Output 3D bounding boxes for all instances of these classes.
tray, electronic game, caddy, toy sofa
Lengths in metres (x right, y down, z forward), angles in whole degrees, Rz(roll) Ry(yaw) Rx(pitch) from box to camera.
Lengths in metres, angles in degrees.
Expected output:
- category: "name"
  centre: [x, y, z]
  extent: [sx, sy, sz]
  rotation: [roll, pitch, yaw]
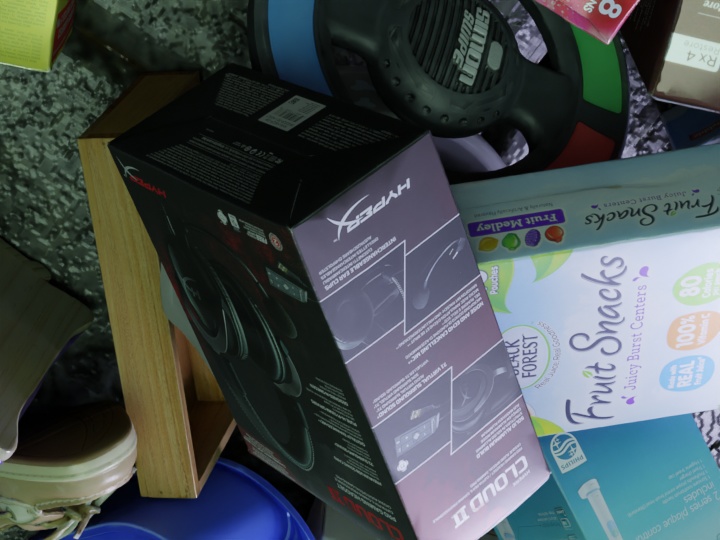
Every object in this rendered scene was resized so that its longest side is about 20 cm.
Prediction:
- category: "tray"
  centre: [-0.101, 0.007, 0.902]
  extent: [0.037, 0.099, 0.202]
  rotation: [1, 115, 13]
- category: "electronic game"
  centre: [0.041, -0.102, 0.819]
  extent: [0.199, 0.201, 0.042]
  rotation: [28, 150, -12]
- category: "caddy"
  centre: [-0.106, 0.184, 0.962]
  extent: [0.199, 0.105, 0.142]
  rotation: [-19, 98, 38]
- category: "toy sofa"
  centre: [-0.215, 0.055, 0.873]
  extent: [0.097, 0.200, 0.083]
  rotation: [38, 109, -10]

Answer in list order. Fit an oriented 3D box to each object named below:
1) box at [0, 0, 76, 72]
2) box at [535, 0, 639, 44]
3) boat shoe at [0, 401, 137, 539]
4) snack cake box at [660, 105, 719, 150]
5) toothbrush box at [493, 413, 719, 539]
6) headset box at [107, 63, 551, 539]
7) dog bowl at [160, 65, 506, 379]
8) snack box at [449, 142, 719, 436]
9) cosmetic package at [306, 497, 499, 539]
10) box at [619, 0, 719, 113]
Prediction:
- category: "box"
  centre: [-0.152, -0.203, 0.824]
  extent: [0.050, 0.075, 0.201]
  rotation: [12, 113, -5]
- category: "box"
  centre: [0.092, -0.189, 0.757]
  extent: [0.095, 0.200, 0.100]
  rotation: [31, 111, -10]
- category: "boat shoe"
  centre: [-0.167, 0.112, 0.914]
  extent: [0.073, 0.200, 0.063]
  rotation: [-22, 96, -29]
- category: "snack cake box"
  centre: [0.270, -0.070, 0.882]
  extent: [0.199, 0.067, 0.115]
  rotation: [-27, 110, 12]
- category: "toothbrush box"
  centre: [0.146, 0.162, 0.899]
  extent: [0.085, 0.146, 0.201]
  rotation: [-25, 86, -15]
- category: "headset box"
  centre: [-0.010, 0.025, 0.740]
  extent: [0.077, 0.148, 0.201]
  rotation: [-35, 124, -22]
- category: "dog bowl"
  centre: [0.000, 0.000, 0.870]
  extent: [0.199, 0.059, 0.202]
  rotation: [-11, 112, -29]
- category: "snack box"
  centre: [0.135, 0.010, 0.783]
  extent: [0.198, 0.053, 0.143]
  rotation: [-8, 140, -2]
- category: "cosmetic package"
  centre: [0.054, 0.207, 1.007]
  extent: [0.199, 0.073, 0.104]
  rotation: [20, 113, -8]
- category: "box"
  centre: [0.173, -0.128, 0.783]
  extent: [0.099, 0.200, 0.075]
  rotation: [12, 114, -5]
